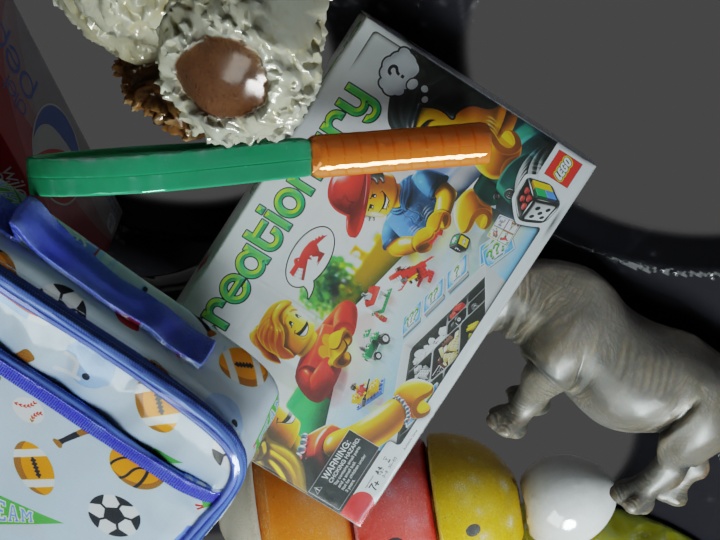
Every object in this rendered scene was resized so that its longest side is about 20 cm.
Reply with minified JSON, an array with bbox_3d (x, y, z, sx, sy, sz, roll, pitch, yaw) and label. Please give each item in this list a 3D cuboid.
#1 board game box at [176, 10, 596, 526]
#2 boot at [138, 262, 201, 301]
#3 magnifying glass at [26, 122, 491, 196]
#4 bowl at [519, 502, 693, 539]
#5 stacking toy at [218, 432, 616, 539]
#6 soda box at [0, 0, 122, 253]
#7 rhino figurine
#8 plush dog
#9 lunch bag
[{"bbox_3d":[0.000,0.000,1.068,0.126,0.035,0.200,31,96,-10],"label":"board game box"},{"bbox_3d":[-0.101,0.058,1.165,0.150,0.073,0.200,-13,146,-20],"label":"boot"},{"bbox_3d":[-0.043,-0.048,1.008,0.200,0.080,0.022,-3,96,-10],"label":"magnifying glass"},{"bbox_3d":[0.115,0.232,1.275,0.200,0.108,0.200,9,135,9],"label":"bowl"},{"bbox_3d":[0.033,0.127,1.214,0.200,0.146,0.146,-11,130,4],"label":"stacking toy"},{"bbox_3d":[-0.184,-0.076,1.109,0.063,0.070,0.200,-8,130,20],"label":"soda box"},{"bbox_3d":[0.099,0.041,1.132,0.200,0.060,0.088,31,114,-10],"label":"rhino figurine"},{"bbox_3d":[-0.073,-0.151,0.982,0.172,0.160,0.200,-18,101,49],"label":"plush dog"},{"bbox_3d":[-0.144,0.050,1.019,0.200,0.076,0.160,34,130,-6],"label":"lunch bag"}]
